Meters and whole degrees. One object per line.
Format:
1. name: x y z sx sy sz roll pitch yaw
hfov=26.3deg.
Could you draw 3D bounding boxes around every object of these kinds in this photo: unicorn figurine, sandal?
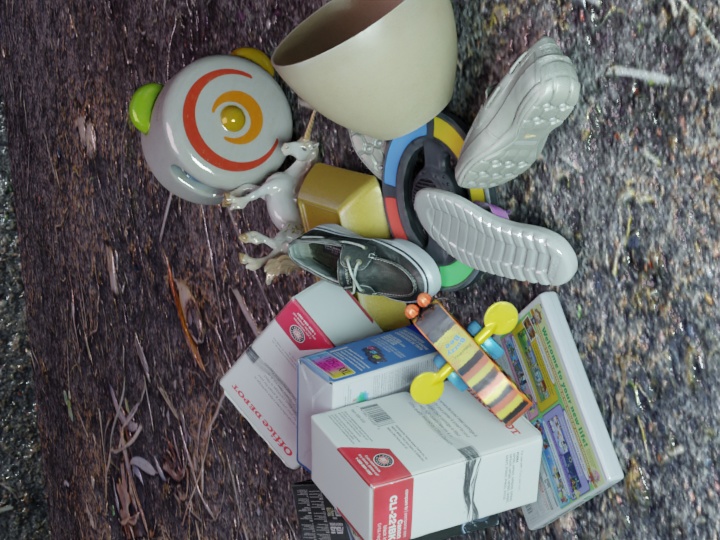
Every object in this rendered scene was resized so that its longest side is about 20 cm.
1. unicorn figurine: -0.103 -0.086 1.958 0.074 0.137 0.201 151 104 -75
2. sandal: 0.141 -0.036 1.557 0.202 0.050 0.083 26 139 36

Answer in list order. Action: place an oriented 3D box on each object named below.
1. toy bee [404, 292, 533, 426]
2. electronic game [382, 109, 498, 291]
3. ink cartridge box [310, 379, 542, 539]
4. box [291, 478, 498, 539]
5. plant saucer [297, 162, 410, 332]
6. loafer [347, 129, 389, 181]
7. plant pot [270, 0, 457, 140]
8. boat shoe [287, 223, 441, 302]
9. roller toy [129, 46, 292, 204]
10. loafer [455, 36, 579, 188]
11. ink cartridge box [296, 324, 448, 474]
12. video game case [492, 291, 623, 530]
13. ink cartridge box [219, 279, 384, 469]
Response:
1. toy bee: 0.089 0.077 1.584 0.200 0.109 0.131 20 75 44
2. electronic game: 0.084 -0.076 1.668 0.200 0.042 0.201 25 121 52
3. ink cartridge box: 0.067 0.193 1.589 0.144 0.199 0.084 43 139 52
4. box: 0.037 0.268 1.768 0.200 0.163 0.086 -18 83 63
5. plant saucer: -0.017 -0.021 1.857 0.200 0.048 0.201 -158 52 -66
6. loafer: 0.010 -0.193 1.778 0.070 0.070 0.201 -25 84 19
7. plant pot: 0.024 -0.218 1.623 0.135 0.200 0.200 57 162 -22
8. boat shoe: 0.000 0.000 1.721 0.200 0.071 0.072 15 120 42
9. roller toy: -0.186 -0.187 2.040 0.140 0.200 0.183 -21 92 63
10. loafer: 0.147 -0.147 1.492 0.200 0.070 0.070 -49 46 51
11. ink cartridge box: 0.032 0.143 1.693 0.076 0.199 0.137 36 131 49
12. video game case: 0.186 0.147 1.580 0.182 0.022 0.201 -50 53 58
13. ink cartridge box: -0.058 0.123 1.831 0.145 0.083 0.200 49 134 7
